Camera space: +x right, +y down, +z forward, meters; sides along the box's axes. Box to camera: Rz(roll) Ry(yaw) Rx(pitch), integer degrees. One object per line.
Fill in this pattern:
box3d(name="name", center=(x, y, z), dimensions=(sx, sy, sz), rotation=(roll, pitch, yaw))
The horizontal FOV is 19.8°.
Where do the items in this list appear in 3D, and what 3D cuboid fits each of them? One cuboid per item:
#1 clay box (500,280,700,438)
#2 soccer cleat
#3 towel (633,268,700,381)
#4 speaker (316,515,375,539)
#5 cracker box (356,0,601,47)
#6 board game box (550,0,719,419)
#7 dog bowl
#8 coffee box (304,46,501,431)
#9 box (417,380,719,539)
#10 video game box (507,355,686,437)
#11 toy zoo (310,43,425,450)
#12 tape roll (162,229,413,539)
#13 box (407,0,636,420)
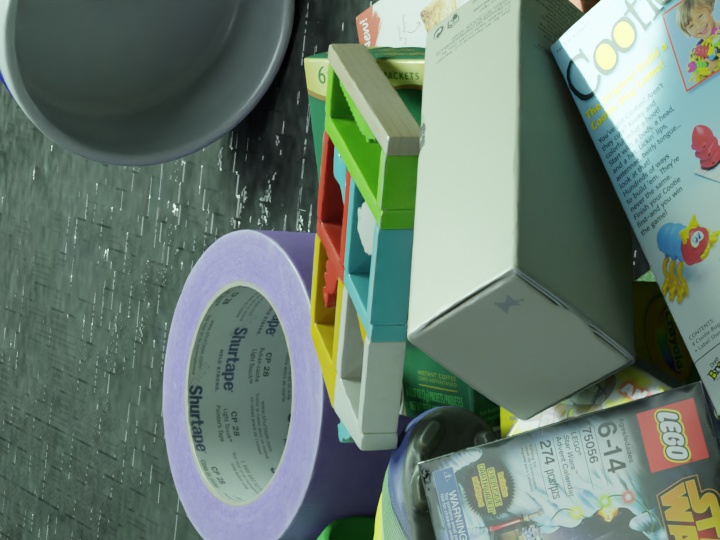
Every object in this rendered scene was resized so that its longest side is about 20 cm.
box3d(name="clay box", center=(0.117, 0.110, 1.003), dimensions=(0.115, 0.048, 0.200), rotation=(-11, 79, 61))
box3d(name="soccer cleat", center=(0.028, 0.166, 1.028), dimensions=(0.084, 0.065, 0.200), rotation=(120, 165, -75))
box3d(name="towel", center=(0.152, 0.078, 1.022), dimensions=(0.200, 0.031, 0.149), rotation=(-40, 53, 52))
box3d(name="speaker", center=(-0.016, 0.247, 1.215), dimensions=(0.088, 0.088, 0.200), rotation=(48, 127, 48))
box3d(name="cracker box", center=(0.078, -0.110, 1.115), dimensions=(0.200, 0.058, 0.134), rotation=(-29, 66, 54))
box3d(name="board game box", center=(0.182, -0.041, 0.891), dimensions=(0.105, 0.103, 0.200), rotation=(-42, 53, 33))
box3d(name="dog bowl", center=(-0.148, -0.174, 1.346), dimensions=(0.079, 0.200, 0.200), rotation=(46, 125, 52))
box3d(name="coffee box", center=(0.029, -0.020, 1.106), dimensions=(0.123, 0.044, 0.200), rotation=(11, 110, 53))
box3d(name="box", center=(0.113, 0.160, 0.872), dimensions=(0.137, 0.040, 0.200), rotation=(-19, 77, 24))
box3d(name="video game box", center=(0.134, 0.150, 0.909), dimensions=(0.200, 0.047, 0.182), rotation=(33, 102, 26))
box3d(name="toy zoo", center=(0.000, 0.000, 1.053), dimensions=(0.131, 0.020, 0.200), rotation=(-116, 28, -60))
box3d(name="tape roll", center=(-0.040, 0.076, 1.266), dimensions=(0.200, 0.085, 0.200), rotation=(-8, 80, 57))
box3d(name="box", center=(0.074, -0.039, 0.932), dimensions=(0.068, 0.082, 0.200), rotation=(-32, 35, 34))
